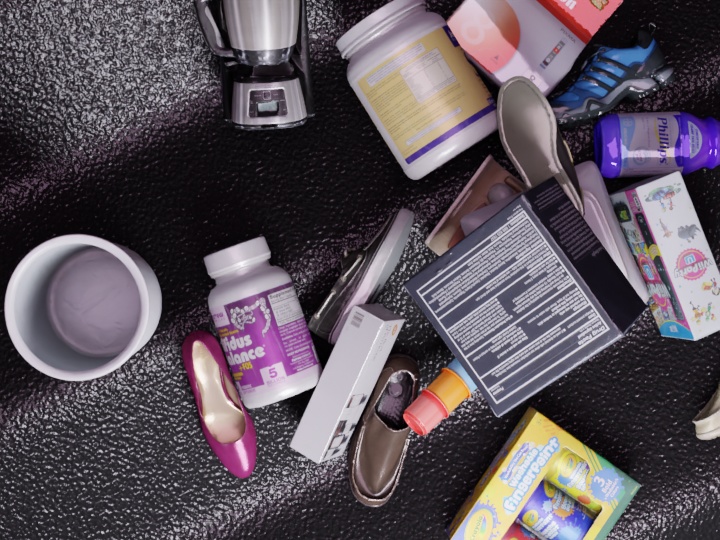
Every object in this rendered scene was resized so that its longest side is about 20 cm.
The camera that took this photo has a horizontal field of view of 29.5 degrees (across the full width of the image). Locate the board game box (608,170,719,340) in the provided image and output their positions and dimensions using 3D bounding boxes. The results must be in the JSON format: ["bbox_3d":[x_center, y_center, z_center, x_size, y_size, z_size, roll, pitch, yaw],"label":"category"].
[{"bbox_3d":[0.391,-0.018,1.731,0.064,0.148,0.201,-23,91,-4],"label":"board game box"}]

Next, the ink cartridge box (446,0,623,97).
[{"bbox_3d":[0.224,-0.329,1.774,0.162,0.050,0.200,41,92,-2],"label":"ink cartridge box"}]

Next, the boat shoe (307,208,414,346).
[{"bbox_3d":[0.000,0.000,1.756,0.063,0.071,0.201,29,81,12],"label":"boat shoe"}]

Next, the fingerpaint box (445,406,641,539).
[{"bbox_3d":[0.234,0.306,1.765,0.166,0.073,0.200,35,89,-2],"label":"fingerpaint box"}]

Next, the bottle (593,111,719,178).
[{"bbox_3d":[0.404,-0.163,1.771,0.199,0.065,0.084,-1,86,-2],"label":"bottle"}]

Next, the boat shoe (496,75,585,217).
[{"bbox_3d":[0.222,-0.141,1.690,0.071,0.061,0.202,-20,88,15],"label":"boat shoe"}]

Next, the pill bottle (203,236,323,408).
[{"bbox_3d":[-0.128,0.064,1.733,0.112,0.112,0.201,-20,91,-2],"label":"pill bottle"}]

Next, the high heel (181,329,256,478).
[{"bbox_3d":[-0.182,0.173,1.739,0.067,0.096,0.201,-22,91,-1],"label":"high heel"}]

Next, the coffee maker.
[{"bbox_3d":[-0.112,-0.290,1.717,0.134,0.192,0.201,6,112,19],"label":"coffee maker"}]

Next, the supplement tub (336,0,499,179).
[{"bbox_3d":[0.072,-0.232,1.721,0.145,0.145,0.201,-32,92,-1],"label":"supplement tub"}]

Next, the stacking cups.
[{"bbox_3d":[0.136,0.128,1.736,0.200,0.060,0.061,-43,92,-21],"label":"stacking cups"}]

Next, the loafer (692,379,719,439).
[{"bbox_3d":[0.494,0.136,1.776,0.068,0.076,0.200,45,80,0],"label":"loafer"}]

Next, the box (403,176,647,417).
[{"bbox_3d":[0.197,0.032,1.634,0.200,0.123,0.199,-37,85,31],"label":"box"}]

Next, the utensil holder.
[{"bbox_3d":[-0.331,0.043,1.683,0.169,0.200,0.171,0,90,-1],"label":"utensil holder"}]

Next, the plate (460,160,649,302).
[{"bbox_3d":[0.252,-0.014,1.734,0.199,0.032,0.201,-24,93,-12],"label":"plate"}]

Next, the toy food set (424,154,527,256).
[{"bbox_3d":[0.204,-0.034,1.769,0.200,0.060,0.144,36,89,-1],"label":"toy food set"}]

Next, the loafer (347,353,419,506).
[{"bbox_3d":[0.029,0.206,1.759,0.073,0.071,0.201,11,90,-2],"label":"loafer"}]

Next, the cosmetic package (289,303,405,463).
[{"bbox_3d":[-0.015,0.141,1.731,0.050,0.082,0.201,27,100,17],"label":"cosmetic package"}]

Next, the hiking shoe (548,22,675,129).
[{"bbox_3d":[0.304,-0.244,1.770,0.199,0.074,0.087,-23,89,-13],"label":"hiking shoe"}]
